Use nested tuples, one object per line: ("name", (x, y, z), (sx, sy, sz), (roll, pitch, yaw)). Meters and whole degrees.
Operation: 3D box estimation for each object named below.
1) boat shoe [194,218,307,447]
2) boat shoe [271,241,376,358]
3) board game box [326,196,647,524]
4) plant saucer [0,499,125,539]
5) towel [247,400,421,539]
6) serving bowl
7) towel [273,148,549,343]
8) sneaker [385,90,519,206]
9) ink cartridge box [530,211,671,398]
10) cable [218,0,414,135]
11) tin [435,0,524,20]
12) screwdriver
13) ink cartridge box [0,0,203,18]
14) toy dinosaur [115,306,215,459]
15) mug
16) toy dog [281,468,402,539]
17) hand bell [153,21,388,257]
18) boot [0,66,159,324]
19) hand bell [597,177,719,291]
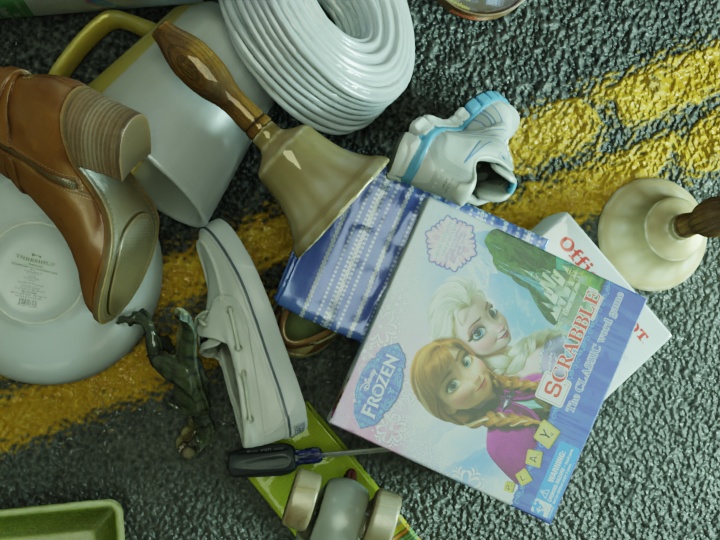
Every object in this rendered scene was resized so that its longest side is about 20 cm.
("boat shoe", (-0.109, 0.054, 1.101), (0.065, 0.072, 0.201), (-18, 80, -19))
("boat shoe", (0.000, 0.000, 1.127), (0.076, 0.074, 0.200), (42, 84, -2))
("board game box", (0.102, 0.072, 1.052), (0.198, 0.041, 0.201), (24, 87, -2))
("plant saucer", (-0.292, 0.300, 1.097), (0.198, 0.048, 0.202), (-4, 88, -6))
("towel", (-0.017, 0.218, 1.144), (0.086, 0.018, 0.200), (-39, 91, -7))
("serving bowl", (-0.269, 0.001, 1.096), (0.198, 0.066, 0.202), (0, 94, -3))
("towel", (0.043, 0.000, 1.079), (0.199, 0.024, 0.146), (23, 85, -1))
("sneaker", (0.100, -0.092, 1.091), (0.086, 0.200, 0.075), (34, 121, 15))
("ink cartridge box", (0.145, 0.069, 1.133), (0.200, 0.086, 0.147), (-42, 90, -4))
("cable", (-0.031, -0.217, 1.087), (0.069, 0.200, 0.201), (-27, 100, 36))
("tin", (0.113, -0.326, 1.174), (0.111, 0.042, 0.202), (8, 86, -9))
("screwdriver", (-0.017, 0.158, 1.125), (0.198, 0.029, 0.028), (-6, 90, -3))
("ink cartridge box", (-0.237, -0.301, 1.113), (0.198, 0.088, 0.147), (-7, 88, -5))
("toy dinosaur", (-0.157, 0.073, 1.085), (0.047, 0.201, 0.088), (-34, 55, -26))
("mug", (-0.160, -0.153, 1.089), (0.186, 0.149, 0.154), (38, 76, -9))
("toy dog", (-0.034, 0.247, 1.105), (0.132, 0.096, 0.200), (37, 107, -3))
("hand bell", (-0.084, -0.117, 1.004), (0.200, 0.104, 0.104), (44, 84, -4))
("boot", (-0.243, -0.063, 1.020), (0.154, 0.201, 0.077), (20, 42, 18))
("hand bell", (0.279, -0.038, 1.093), (0.103, 0.200, 0.105), (0, 87, -6))
